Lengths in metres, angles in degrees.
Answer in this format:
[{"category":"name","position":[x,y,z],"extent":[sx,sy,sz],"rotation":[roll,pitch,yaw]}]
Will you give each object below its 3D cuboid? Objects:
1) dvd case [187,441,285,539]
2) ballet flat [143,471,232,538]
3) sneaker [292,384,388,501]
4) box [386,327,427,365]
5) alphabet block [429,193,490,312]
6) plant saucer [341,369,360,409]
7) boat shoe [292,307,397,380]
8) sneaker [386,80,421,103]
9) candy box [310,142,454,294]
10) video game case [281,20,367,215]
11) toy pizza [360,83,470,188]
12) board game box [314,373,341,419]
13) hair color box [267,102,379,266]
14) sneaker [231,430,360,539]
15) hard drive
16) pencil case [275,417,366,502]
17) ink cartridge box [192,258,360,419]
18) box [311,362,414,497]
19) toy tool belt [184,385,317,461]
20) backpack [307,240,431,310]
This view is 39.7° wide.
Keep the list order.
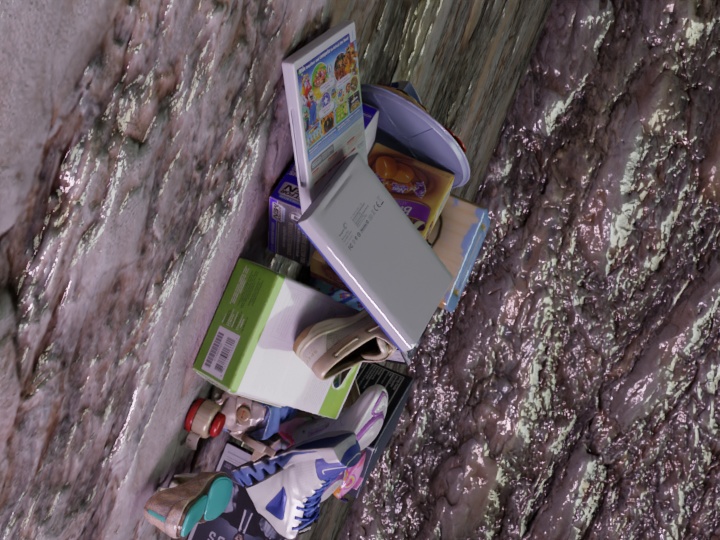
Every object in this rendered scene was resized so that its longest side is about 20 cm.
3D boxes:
[{"category":"dvd case","position":[-0.166,0.371,1.445],"extent":[0.200,0.150,0.025],"rotation":[-68,160,0]},{"category":"ballet flat","position":[-0.215,0.281,1.245],"extent":[0.200,0.067,0.068],"rotation":[31,75,-80]},{"category":"sneaker","position":[-0.041,0.224,1.366],"extent":[0.200,0.100,0.075],"rotation":[-54,156,17]},{"category":"box","position":[0.017,0.065,1.596],"extent":[0.158,0.200,0.050],"rotation":[-60,141,-32]},{"category":"alphabet block","position":[0.107,-0.051,1.805],"extent":[0.196,0.200,0.196],"rotation":[39,73,-79]},{"category":"plant saucer","position":[-0.060,0.141,1.479],"extent":[0.029,0.200,0.200],"rotation":[-26,151,-21]},{"category":"boat shoe","position":[0.015,0.082,1.200],"extent":[0.200,0.065,0.072],"rotation":[-16,144,-37]},{"category":"sneaker","position":[0.046,-0.181,1.538],"extent":[0.081,0.115,0.200],"rotation":[-54,133,-58]},{"category":"candy box","position":[0.030,-0.059,1.296],"extent":[0.057,0.116,0.200],"rotation":[96,20,-63]},{"category":"video game case","position":[-0.036,-0.170,1.155],"extent":[0.143,0.018,0.200],"rotation":[-47,140,-47]},{"category":"toy pizza","position":[0.066,-0.183,1.329],"extent":[0.032,0.200,0.200],"rotation":[-53,166,-14]},{"category":"board game box","position":[-0.082,0.115,1.380],"extent":[0.034,0.134,0.200],"rotation":[-35,155,-25]},{"category":"hair color box","position":[-0.047,-0.117,1.279],"extent":[0.109,0.065,0.200],"rotation":[99,16,-54]},{"category":"sneaker","position":[-0.072,0.287,1.315],"extent":[0.199,0.115,0.080],"rotation":[-23,179,34]},{"category":"hard drive","position":[0.022,-0.022,1.170],"extent":[0.025,0.200,0.132],"rotation":[-19,-153,44]},{"category":"pencil case","position":[-0.086,0.259,1.479],"extent":[0.088,0.200,0.087],"rotation":[-58,167,-21]},{"category":"ink cartridge box","position":[-0.086,0.090,1.223],"extent":[0.200,0.076,0.148],"rotation":[26,87,-48]},{"category":"box","position":[-0.046,0.233,1.633],"extent":[0.200,0.198,0.123],"rotation":[-52,161,-54]},{"category":"toy tool belt","position":[-0.133,0.186,1.304],"extent":[0.200,0.123,0.125],"rotation":[-32,143,-71]},{"category":"backpack","position":[0.000,0.000,1.514],"extent":[0.200,0.135,0.183],"rotation":[-29,-155,18]}]
